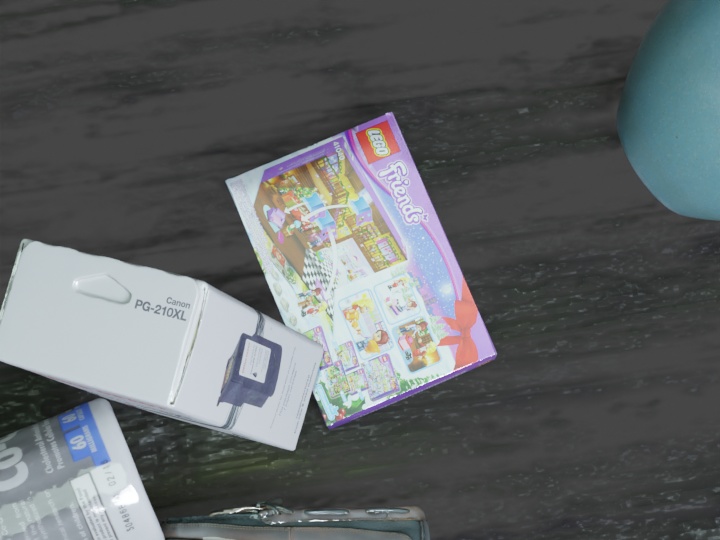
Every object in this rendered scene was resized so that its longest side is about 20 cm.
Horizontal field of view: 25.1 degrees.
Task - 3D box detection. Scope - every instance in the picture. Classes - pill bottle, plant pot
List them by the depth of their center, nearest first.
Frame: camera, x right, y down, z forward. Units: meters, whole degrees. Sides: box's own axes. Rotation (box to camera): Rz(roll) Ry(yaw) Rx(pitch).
[{"bbox_3d":[-0.243,0.173,1.090,0.200,0.114,0.114,-22,81,-10],"label":"pill bottle"},{"bbox_3d":[0.263,-0.113,1.159,0.135,0.200,0.200,-34,80,30],"label":"plant pot"}]

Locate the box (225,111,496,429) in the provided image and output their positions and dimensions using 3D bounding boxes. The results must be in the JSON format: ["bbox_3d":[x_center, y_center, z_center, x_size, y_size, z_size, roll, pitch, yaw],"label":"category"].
[{"bbox_3d":[0.000,0.000,1.204,0.137,0.039,0.200,-22,81,-2],"label":"box"}]

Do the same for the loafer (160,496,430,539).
[{"bbox_3d":[-0.048,0.193,1.167,0.199,0.072,0.063,8,61,-5],"label":"loafer"}]

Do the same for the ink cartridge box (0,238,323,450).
[{"bbox_3d":[-0.133,0.054,1.098,0.144,0.200,0.085,12,81,23],"label":"ink cartridge box"}]
